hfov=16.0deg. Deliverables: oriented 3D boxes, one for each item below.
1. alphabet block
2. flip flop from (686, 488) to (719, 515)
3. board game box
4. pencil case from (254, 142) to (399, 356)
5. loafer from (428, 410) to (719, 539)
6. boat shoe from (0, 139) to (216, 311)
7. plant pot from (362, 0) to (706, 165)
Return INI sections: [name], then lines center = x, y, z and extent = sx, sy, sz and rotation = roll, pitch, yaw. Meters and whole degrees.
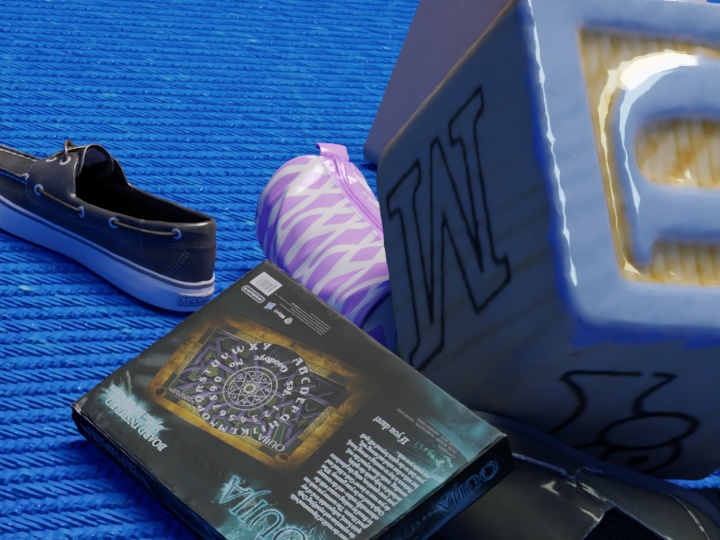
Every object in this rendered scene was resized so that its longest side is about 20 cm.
[alphabet block]
center = 0.138, -0.014, 1.357
extent = 0.194, 0.200, 0.198
rotation = 6, 63, -23
[flip flop]
center = 0.225, 0.125, 1.390
extent = 0.199, 0.058, 0.081
rotation = 2, 24, -30
[board game box]
center = -0.037, 0.082, 1.265
extent = 0.135, 0.028, 0.200
rotation = -36, 44, -19
[pencil case]
center = 0.000, 0.000, 1.517
extent = 0.083, 0.086, 0.200
rotation = 3, 23, -25
[loafer]
center = 0.094, 0.124, 1.277
extent = 0.198, 0.076, 0.070
rotation = 12, 16, -9
[boat shoe]
center = -0.163, -0.044, 1.538
extent = 0.199, 0.067, 0.070
rotation = 30, 25, 33
[plant pot]
center = 0.154, -0.128, 1.821
extent = 0.177, 0.201, 0.199
rotation = 38, 30, 30
